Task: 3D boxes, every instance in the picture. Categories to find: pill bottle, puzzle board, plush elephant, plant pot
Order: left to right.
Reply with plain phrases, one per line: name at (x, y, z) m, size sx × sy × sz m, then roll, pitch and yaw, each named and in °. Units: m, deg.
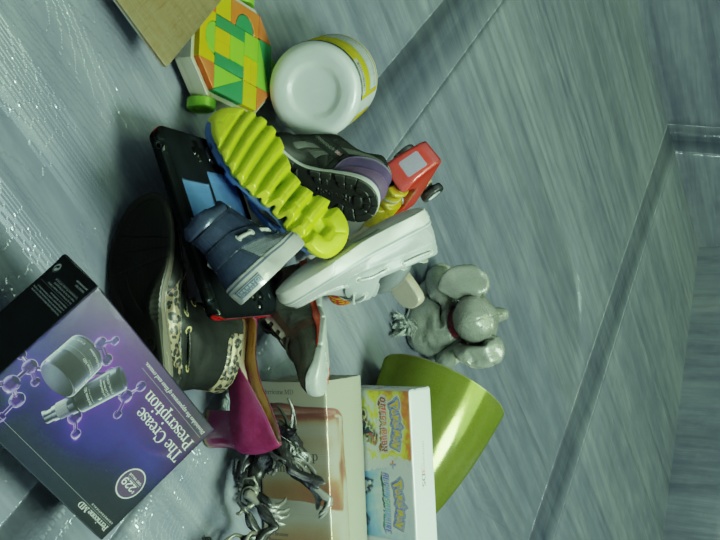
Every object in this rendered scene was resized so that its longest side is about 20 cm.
puzzle board at (-0.223, -0.328, 1.087) m, size 0.201 × 0.017 × 0.152 m, roll 54°, pitch 46°, yaw -28°
pill bottle at (-0.038, -0.233, 1.336) m, size 0.200 × 0.110 × 0.114 m, roll -59°, pitch 139°, yaw -72°
plant pot at (0.075, 0.249, 1.483) m, size 0.187 × 0.185 × 0.202 m, roll 50°, pitch 60°, yaw -48°
plush elephant at (0.153, 0.073, 1.640) m, size 0.199 × 0.153 × 0.168 m, roll -9°, pitch 95°, yaw -62°

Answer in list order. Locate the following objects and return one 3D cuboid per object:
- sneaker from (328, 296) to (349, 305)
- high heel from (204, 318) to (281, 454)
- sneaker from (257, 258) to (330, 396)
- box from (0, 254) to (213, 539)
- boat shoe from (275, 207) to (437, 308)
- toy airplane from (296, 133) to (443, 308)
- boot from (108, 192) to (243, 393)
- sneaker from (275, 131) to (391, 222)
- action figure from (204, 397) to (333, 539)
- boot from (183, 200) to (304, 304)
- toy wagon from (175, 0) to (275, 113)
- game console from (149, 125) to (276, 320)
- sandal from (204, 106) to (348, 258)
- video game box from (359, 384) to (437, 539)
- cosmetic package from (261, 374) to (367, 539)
sneaker at (0.012, -0.015, 1.478) m, size 0.201 × 0.072 × 0.078 m, roll -59°, pitch 147°, yaw -43°
high heel at (-0.117, 0.100, 1.190) m, size 0.067 × 0.095 × 0.203 m, roll 39°, pitch 54°, yaw -53°
sneaker at (-0.079, 0.069, 1.243) m, size 0.201 × 0.080 × 0.078 m, roll -100°, pitch -174°, yaw -51°
box at (-0.238, 0.111, 0.923) m, size 0.141 × 0.079 × 0.201 m, roll -42°, pitch 132°, yaw -13°
boat shoe at (0.000, 0.000, 1.219) m, size 0.198 × 0.072 × 0.069 m, roll -31°, pitch 104°, yaw -22°
toy airplane at (-0.005, -0.066, 1.322) m, size 0.141 × 0.197 × 0.203 m, roll -18°, pitch 115°, yaw -64°
boot at (-0.183, 0.033, 1.101) m, size 0.150 × 0.072 × 0.203 m, roll 18°, pitch 65°, yaw -64°
sneaker at (-0.060, -0.123, 1.243) m, size 0.088 × 0.197 × 0.076 m, roll -61°, pitch 171°, yaw -48°
action figure at (-0.096, 0.250, 1.199) m, size 0.102 × 0.118 × 0.202 m, roll 35°, pitch 58°, yaw -19°
boot at (-0.114, -0.032, 1.070) m, size 0.091 × 0.073 × 0.200 m, roll 49°, pitch 7°, yaw -4°
toy wagon at (-0.143, -0.245, 1.239) m, size 0.199 × 0.039 × 0.158 m, roll 17°, pitch 73°, yaw -60°
game console at (-0.149, -0.045, 1.126) m, size 0.177 × 0.031 × 0.203 m, roll 11°, pitch 59°, yaw -78°
sandal at (-0.104, -0.087, 1.183) m, size 0.079 × 0.087 × 0.201 m, roll -44°, pitch 104°, yaw -32°
video game box at (0.010, 0.243, 1.324) m, size 0.046 × 0.180 × 0.204 m, roll -1°, pitch 88°, yaw -49°
cosmetic package at (-0.057, 0.228, 1.285) m, size 0.087 × 0.102 × 0.204 m, roll 1°, pitch 85°, yaw -60°
